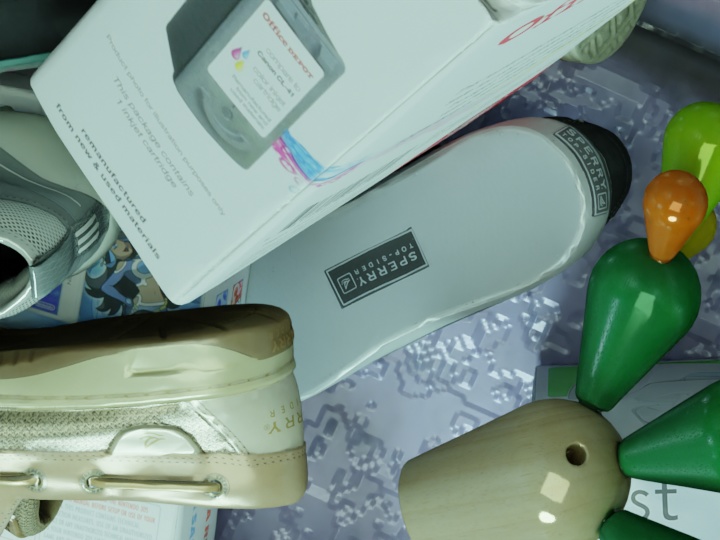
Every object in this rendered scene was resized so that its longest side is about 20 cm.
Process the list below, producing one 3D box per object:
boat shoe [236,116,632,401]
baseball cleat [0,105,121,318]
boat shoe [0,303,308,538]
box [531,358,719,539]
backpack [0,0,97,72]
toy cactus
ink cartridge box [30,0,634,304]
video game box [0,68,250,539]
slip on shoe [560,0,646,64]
[{"bbox_3d":[0.000,0.000,0.883,0.199,0.057,0.069,-19,92,29],"label":"boat shoe"},{"bbox_3d":[-0.173,-0.015,0.810,0.199,0.106,0.070,-3,114,23],"label":"baseball cleat"},{"bbox_3d":[-0.114,0.053,0.824,0.199,0.071,0.065,-5,100,20],"label":"boat shoe"},{"bbox_3d":[0.157,0.122,0.891,0.199,0.097,0.177,-3,105,6],"label":"box"},{"bbox_3d":[-0.141,-0.142,0.801,0.199,0.153,0.177,-10,105,-22],"label":"backpack"},{"bbox_3d":[0.093,0.049,0.796,0.164,0.102,0.201,-15,81,24],"label":"toy cactus"},{"bbox_3d":[0.017,-0.086,0.730,0.086,0.147,0.200,56,145,3],"label":"ink cartridge box"},{"bbox_3d":[-0.137,0.019,0.887,0.199,0.047,0.183,14,109,17],"label":"video game box"},{"bbox_3d":[0.077,-0.166,0.832,0.061,0.074,0.201,23,104,28],"label":"slip on shoe"}]
